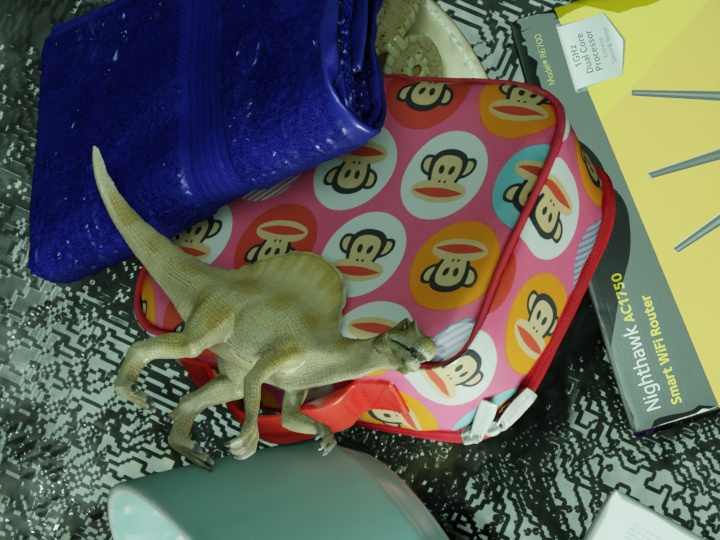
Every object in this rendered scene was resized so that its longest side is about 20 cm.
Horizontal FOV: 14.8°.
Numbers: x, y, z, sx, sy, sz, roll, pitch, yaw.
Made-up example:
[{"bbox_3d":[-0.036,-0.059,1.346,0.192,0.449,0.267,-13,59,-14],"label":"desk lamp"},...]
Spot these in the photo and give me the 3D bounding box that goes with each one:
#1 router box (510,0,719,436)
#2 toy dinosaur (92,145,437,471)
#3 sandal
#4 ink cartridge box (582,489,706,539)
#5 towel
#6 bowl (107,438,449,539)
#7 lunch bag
[{"bbox_3d":[0.168,-0.039,1.278,0.148,0.051,0.201,-18,80,6],"label":"router box"},{"bbox_3d":[-0.055,0.027,1.177,0.199,0.058,0.101,25,69,30],"label":"toy dinosaur"},{"bbox_3d":[-0.014,-0.135,1.307,0.077,0.070,0.212,-36,79,1],"label":"sandal"},{"bbox_3d":[0.156,0.223,1.226,0.199,0.084,0.176,30,88,11],"label":"ink cartridge box"},{"bbox_3d":[-0.073,-0.088,1.252,0.199,0.049,0.148,-26,44,32],"label":"towel"},{"bbox_3d":[-0.015,0.154,1.218,0.105,0.201,0.201,-32,78,-18],"label":"bowl"},{"bbox_3d":[0.000,0.000,1.230,0.199,0.082,0.177,8,61,36],"label":"lunch bag"}]
